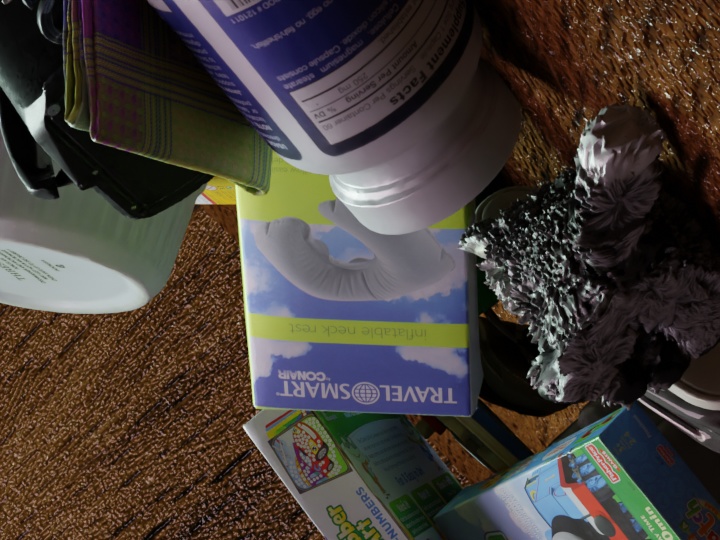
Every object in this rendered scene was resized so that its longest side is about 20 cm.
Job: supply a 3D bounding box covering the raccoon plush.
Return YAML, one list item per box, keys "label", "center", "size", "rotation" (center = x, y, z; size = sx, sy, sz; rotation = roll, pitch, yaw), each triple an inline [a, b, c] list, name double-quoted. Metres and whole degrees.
- label: "raccoon plush"
  center: [0.106, -0.035, 1.086]
  size: [0.200, 0.097, 0.134]
  rotation: [96, 152, -43]

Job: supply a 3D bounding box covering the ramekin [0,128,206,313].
- label: "ramekin"
  center: [-0.194, -0.040, 1.417]
  size: [0.202, 0.094, 0.202]
  rotation: [7, 165, 2]

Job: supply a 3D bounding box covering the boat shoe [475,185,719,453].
- label: "boat shoe"
  center: [0.129, 0.028, 1.216]
  size: [0.200, 0.067, 0.057]
  rotation: [39, 155, 38]

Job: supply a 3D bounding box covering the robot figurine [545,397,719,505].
- label: "robot figurine"
  center: [0.198, 0.148, 1.340]
  size: [0.200, 0.113, 0.170]
  rotation: [46, 140, 8]

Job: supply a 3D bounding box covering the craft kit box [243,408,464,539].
- label: "craft kit box"
  center: [0.029, 0.149, 1.400]
  size: [0.198, 0.048, 0.200]
  rotation: [55, -169, 7]

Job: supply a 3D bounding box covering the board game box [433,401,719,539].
- label: "board game box"
  center: [0.137, 0.162, 1.286]
  size: [0.151, 0.037, 0.200]
  rotation: [51, 151, -1]

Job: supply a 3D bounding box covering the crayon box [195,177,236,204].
- label: "crayon box"
  center: [-0.113, -0.098, 1.454]
  size: [0.119, 0.058, 0.200]
  rotation: [1, 163, 20]

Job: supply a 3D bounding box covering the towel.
- label: "towel"
  center: [-0.088, -0.141, 1.095]
  size: [0.144, 0.023, 0.200]
  rotation: [14, -113, -53]

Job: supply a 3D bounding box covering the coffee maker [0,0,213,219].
- label: "coffee maker"
  center: [-0.154, -0.156, 1.252]
  size: [0.200, 0.135, 0.192]
  rotation: [50, 159, 35]

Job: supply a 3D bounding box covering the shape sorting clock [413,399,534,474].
- label: "shape sorting clock"
  center: [0.050, 0.084, 1.428]
  size: [0.200, 0.039, 0.200]
  rotation: [44, -179, -1]

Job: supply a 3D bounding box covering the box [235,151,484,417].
- label: "box"
  center: [0.000, 0.000, 1.234]
  size: [0.048, 0.122, 0.200]
  rotation: [-75, -16, -56]

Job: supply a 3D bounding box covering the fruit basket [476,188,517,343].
- label: "fruit basket"
  center: [0.007, -0.056, 1.434]
  size: [0.200, 0.094, 0.185]
  rotation: [46, 175, 41]

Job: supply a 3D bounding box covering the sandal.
- label: "sandal"
  center: [0.102, 0.067, 1.484]
  size: [0.080, 0.054, 0.200]
  rotation: [14, -170, 2]

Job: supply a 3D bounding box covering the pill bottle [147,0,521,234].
- label: "pill bottle"
  center: [-0.017, -0.115, 1.066]
  size: [0.200, 0.116, 0.116]
  rotation: [51, 173, -33]
